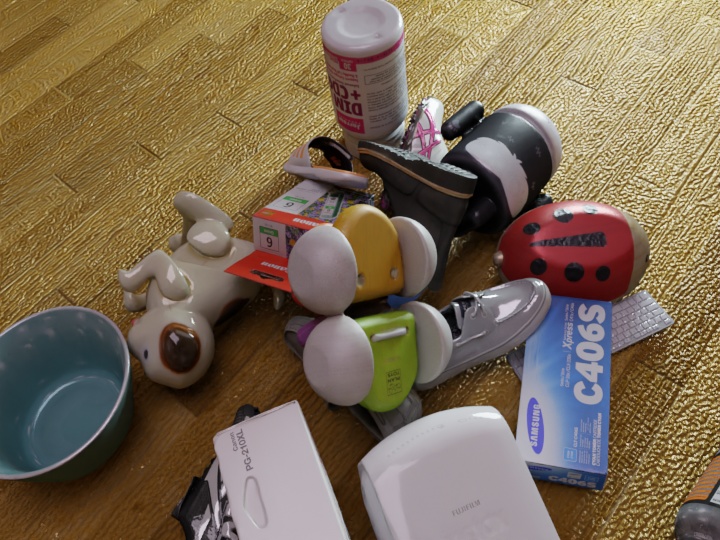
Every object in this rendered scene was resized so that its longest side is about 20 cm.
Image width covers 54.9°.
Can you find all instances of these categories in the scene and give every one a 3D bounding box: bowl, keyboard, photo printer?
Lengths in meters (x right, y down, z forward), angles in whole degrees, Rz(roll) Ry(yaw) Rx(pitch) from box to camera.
[{"bbox_3d":[-0.340,0.155,0.791,0.194,0.106,0.205,-4,54,6],"label":"bowl"},{"bbox_3d":[0.268,0.081,0.812,0.195,0.011,0.057,-23,55,-8],"label":"keyboard"},{"bbox_3d":[0.095,0.237,0.652,0.162,0.070,0.204,-16,69,-16],"label":"photo printer"}]

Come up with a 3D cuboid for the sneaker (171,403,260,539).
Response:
[{"bbox_3d":[-0.153,0.235,0.730,0.088,0.067,0.205,1,57,6],"label":"sneaker"}]

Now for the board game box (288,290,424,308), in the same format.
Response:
[{"bbox_3d":[0.000,0.000,0.894,0.194,0.040,0.161,1,45,9],"label":"board game box"}]

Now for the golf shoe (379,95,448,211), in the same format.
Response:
[{"bbox_3d":[0.092,-0.155,0.978,0.090,0.073,0.204,20,64,-2],"label":"golf shoe"}]

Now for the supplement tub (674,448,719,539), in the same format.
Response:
[{"bbox_3d":[0.371,0.219,0.629,0.122,0.124,0.199,36,67,29],"label":"supplement tub"}]

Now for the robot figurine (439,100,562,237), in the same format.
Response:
[{"bbox_3d":[0.177,-0.130,0.906,0.123,0.153,0.200,24,56,39],"label":"robot figurine"}]

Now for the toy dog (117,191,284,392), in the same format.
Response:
[{"bbox_3d":[-0.206,0.047,0.849,0.191,0.139,0.203,30,56,-12],"label":"toy dog"}]

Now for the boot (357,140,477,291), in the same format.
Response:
[{"bbox_3d":[0.047,-0.075,0.856,0.076,0.142,0.199,4,19,-34],"label":"boot"}]

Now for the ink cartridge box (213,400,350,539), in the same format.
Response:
[{"bbox_3d":[-0.056,0.237,0.630,0.082,0.202,0.147,-21,54,-8],"label":"ink cartridge box"}]

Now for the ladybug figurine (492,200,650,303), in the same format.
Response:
[{"bbox_3d":[0.257,-0.023,0.830,0.194,0.072,0.140,-8,73,-4],"label":"ladybug figurine"}]

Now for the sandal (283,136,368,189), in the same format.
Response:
[{"bbox_3d":[-0.039,-0.147,0.933,0.077,0.061,0.205,11,5,-28],"label":"sandal"}]

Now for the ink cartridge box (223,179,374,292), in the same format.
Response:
[{"bbox_3d":[-0.070,-0.048,0.849,0.106,0.052,0.200,15,31,22],"label":"ink cartridge box"}]

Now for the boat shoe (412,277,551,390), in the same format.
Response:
[{"bbox_3d":[0.120,0.059,0.783,0.196,0.069,0.073,-27,42,12],"label":"boat shoe"}]

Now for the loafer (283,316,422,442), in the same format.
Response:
[{"bbox_3d":[-0.020,0.123,0.789,0.198,0.071,0.070,33,56,27],"label":"loafer"}]

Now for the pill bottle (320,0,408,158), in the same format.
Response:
[{"bbox_3d":[0.011,-0.262,0.977,0.110,0.202,0.116,-4,53,5],"label":"pill bottle"}]

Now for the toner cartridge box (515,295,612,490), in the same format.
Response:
[{"bbox_3d":[0.222,0.125,0.754,0.092,0.044,0.204,5,56,15],"label":"toner cartridge box"}]

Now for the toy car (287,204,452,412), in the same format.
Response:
[{"bbox_3d":[-0.008,0.043,0.715,0.172,0.148,0.206,-8,86,-44],"label":"toy car"}]
